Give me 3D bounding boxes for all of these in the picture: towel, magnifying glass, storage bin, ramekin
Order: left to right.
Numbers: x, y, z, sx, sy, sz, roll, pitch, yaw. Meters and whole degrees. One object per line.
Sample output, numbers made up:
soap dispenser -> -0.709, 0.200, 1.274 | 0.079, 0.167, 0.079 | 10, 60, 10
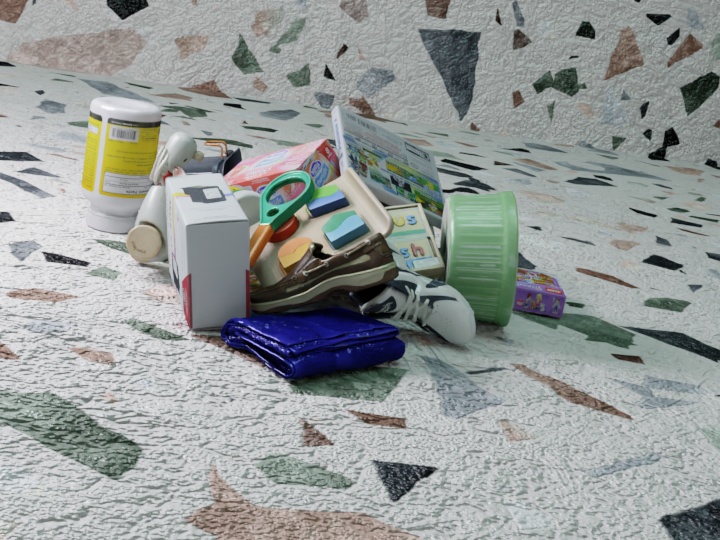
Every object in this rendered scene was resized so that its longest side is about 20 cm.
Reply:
storage bin -> -0.284, -0.149, 1.964 | 0.133, 0.146, 0.200 | 1, 15, 2
magnifying glass -> -0.125, -0.073, 1.604 | 0.079, 0.022, 0.200 | -2, 43, 29
towel -> -0.056, 0.081, 1.424 | 0.199, 0.050, 0.147 | -5, 22, -45
ramekin -> 0.170, -0.019, 1.676 | 0.097, 0.201, 0.200 | 2, 15, 0

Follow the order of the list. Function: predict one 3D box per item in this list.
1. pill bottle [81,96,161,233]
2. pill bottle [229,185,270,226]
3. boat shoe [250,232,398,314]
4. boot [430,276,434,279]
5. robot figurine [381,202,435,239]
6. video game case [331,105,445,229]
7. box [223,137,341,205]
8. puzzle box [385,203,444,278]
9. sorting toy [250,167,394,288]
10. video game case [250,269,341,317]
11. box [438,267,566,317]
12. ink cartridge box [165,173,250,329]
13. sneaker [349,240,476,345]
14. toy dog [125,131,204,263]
pill bottle -> -0.383, -0.167, 1.809 | 0.112, 0.201, 0.112 | 10, 15, -3
pill bottle -> -0.227, -0.079, 1.746 | 0.112, 0.113, 0.200 | -2, 12, -39
boat shoe -> -0.054, -0.001, 1.470 | 0.201, 0.075, 0.075 | -16, 4, 9
boot -> 0.000, 0.000, 1.686 | 0.199, 0.066, 0.176 | -5, 52, -12
robot figurine -> 0.019, -0.050, 1.817 | 0.199, 0.151, 0.125 | 9, -26, -4
video game case -> 0.047, -0.163, 1.809 | 0.199, 0.022, 0.183 | 24, 36, -28
box -> -0.123, -0.128, 1.794 | 0.199, 0.103, 0.095 | -10, 30, 42
puzzle box -> 0.011, -0.034, 1.656 | 0.199, 0.025, 0.133 | -8, 50, -13
sorting toy -> -0.068, -0.057, 1.592 | 0.199, 0.037, 0.185 | -33, 37, -2
video game case -> -0.134, 0.032, 1.607 | 0.143, 0.018, 0.200 | -2, 20, -38
box -> 0.225, 0.023, 1.845 | 0.199, 0.039, 0.137 | 11, 15, 1
ink cartridge box -> -0.204, -0.029, 1.501 | 0.082, 0.147, 0.200 | -5, 23, -16
sneaker -> 0.058, 0.047, 1.528 | 0.199, 0.080, 0.130 | 44, 33, 3
toy dog -> -0.264, -0.087, 1.630 | 0.096, 0.201, 0.132 | 22, 19, -8
